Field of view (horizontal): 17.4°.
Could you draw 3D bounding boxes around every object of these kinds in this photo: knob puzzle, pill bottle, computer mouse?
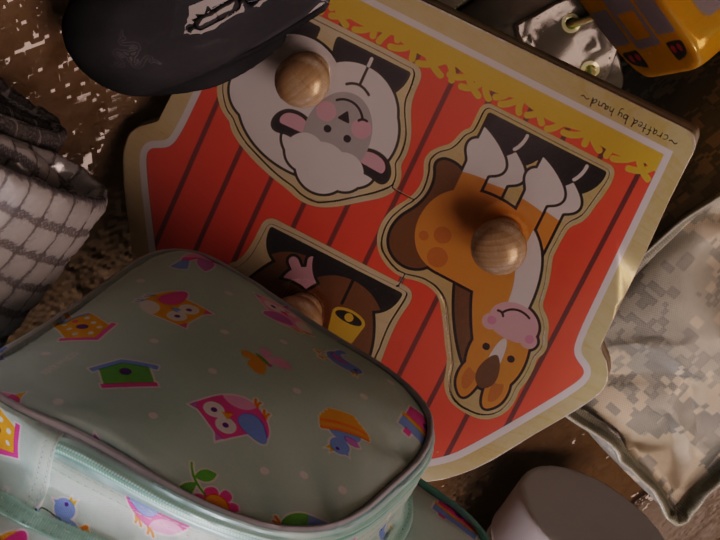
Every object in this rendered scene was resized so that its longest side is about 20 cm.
[{"bbox_3d":[0.000,0.000,0.854,0.220,0.219,0.030,-56,-179,23],"label":"knob puzzle"},{"bbox_3d":[0.069,0.201,1.181,0.114,0.114,0.200,6,125,-45],"label":"pill bottle"},{"bbox_3d":[-0.007,-0.108,0.782,0.199,0.034,0.059,-24,120,9],"label":"computer mouse"}]

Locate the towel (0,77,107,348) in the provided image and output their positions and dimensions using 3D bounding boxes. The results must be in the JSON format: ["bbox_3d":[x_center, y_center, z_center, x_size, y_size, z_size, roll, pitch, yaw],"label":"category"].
[{"bbox_3d":[-0.200,-0.008,0.747,0.166,0.086,0.200,-47,145,14],"label":"towel"}]

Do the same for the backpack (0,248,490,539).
[{"bbox_3d":[-0.051,0.099,0.795,0.154,0.200,0.176,-59,170,29],"label":"backpack"}]

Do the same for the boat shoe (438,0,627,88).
[{"bbox_3d":[0.087,-0.096,0.911,0.201,0.060,0.072,-32,165,-9],"label":"boat shoe"}]

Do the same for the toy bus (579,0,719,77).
[{"bbox_3d":[0.162,-0.164,0.862,0.200,0.078,0.065,-41,-170,-14],"label":"toy bus"}]

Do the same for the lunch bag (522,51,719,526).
[{"bbox_3d":[0.149,-0.026,0.947,0.118,0.164,0.200,41,100,-22],"label":"lunch bag"}]
